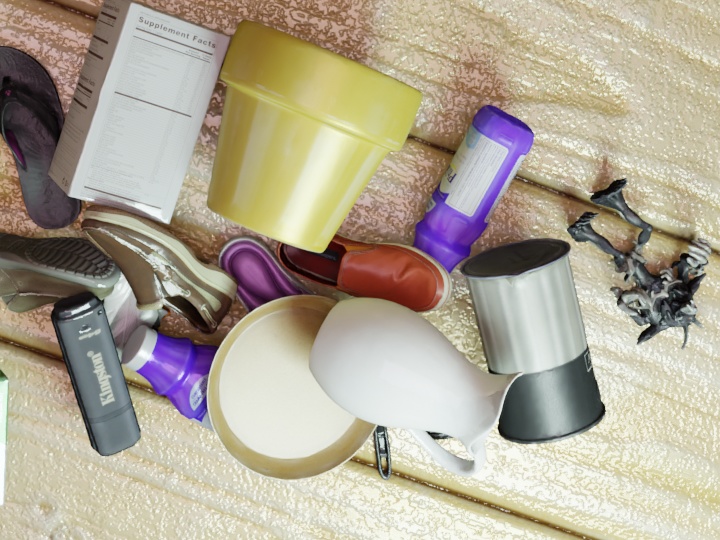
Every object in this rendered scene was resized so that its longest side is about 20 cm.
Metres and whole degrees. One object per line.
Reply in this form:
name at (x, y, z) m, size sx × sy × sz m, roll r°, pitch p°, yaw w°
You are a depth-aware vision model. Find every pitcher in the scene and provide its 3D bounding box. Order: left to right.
pitcher at (0.049, 0.124, 1.402) m, size 0.200 × 0.121 × 0.172 m, roll 25°, pitch 137°, yaw 13°

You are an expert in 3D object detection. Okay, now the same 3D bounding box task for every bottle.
bottle at (-0.160, 0.123, 1.470) m, size 0.200 × 0.065 × 0.084 m, roll 33°, pitch 94°, yaw -26°
bottle at (0.111, -0.075, 1.464) m, size 0.065 × 0.084 × 0.200 m, roll 27°, pitch 105°, yaw -7°

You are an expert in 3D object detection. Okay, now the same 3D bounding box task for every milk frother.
milk frother at (0.135, 0.079, 1.454) m, size 0.199 × 0.181 × 0.189 m, roll -16°, pitch 104°, yaw -8°

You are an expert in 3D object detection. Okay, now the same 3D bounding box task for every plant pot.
plant pot at (-0.068, 0.122, 1.453) m, size 0.199 × 0.027 × 0.201 m, roll -4°, pitch 101°, yaw -19°
plant pot at (-0.061, -0.128, 1.383) m, size 0.200 × 0.201 × 0.189 m, roll 20°, pitch 95°, yaw -8°

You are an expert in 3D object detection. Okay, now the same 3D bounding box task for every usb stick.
usb stick at (-0.272, 0.110, 1.424) m, size 0.055 × 0.033 × 0.200 m, roll -18°, pitch 126°, yaw -12°

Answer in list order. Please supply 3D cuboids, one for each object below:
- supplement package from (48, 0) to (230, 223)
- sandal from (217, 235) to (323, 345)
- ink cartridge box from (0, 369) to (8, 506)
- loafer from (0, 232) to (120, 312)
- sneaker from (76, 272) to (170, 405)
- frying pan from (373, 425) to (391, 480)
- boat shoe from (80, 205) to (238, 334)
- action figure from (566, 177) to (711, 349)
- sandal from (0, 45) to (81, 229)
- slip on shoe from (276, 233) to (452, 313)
supplement package at (-0.226, -0.166, 1.398) m, size 0.114 × 0.110 × 0.200 m, roll 16°, pitch 98°, yaw -27°
sandal at (-0.080, 0.048, 1.484) m, size 0.203 × 0.050 × 0.082 m, roll 42°, pitch 97°, yaw -1°
ink cartridge box at (-0.478, 0.173, 1.437) m, size 0.200 × 0.087 × 0.146 m, roll -1°, pitch 102°, yaw -27°
loafer at (-0.338, 0.006, 1.439) m, size 0.200 × 0.075 × 0.070 m, roll 10°, pitch 119°, yaw 22°
sneaker at (-0.253, 0.065, 1.473) m, size 0.079 × 0.074 × 0.201 m, roll 21°, pitch 98°, yaw -13°
frying pan at (0.003, 0.135, 1.532) m, size 0.115 × 0.031 × 0.191 m, roll 15°, pitch 97°, yaw -5°
boat shoe at (-0.206, 0.006, 1.401) m, size 0.202 × 0.075 × 0.075 m, roll 33°, pitch 67°, yaw -38°
action figure at (0.316, 0.004, 1.496) m, size 0.119 × 0.102 × 0.200 m, roll -44°, pitch 100°, yaw -8°
sandal at (-0.342, -0.140, 1.438) m, size 0.075 × 0.048 × 0.201 m, roll -19°, pitch 102°, yaw -1°
slip on shoe at (0.000, 0.000, 1.449) m, size 0.200 × 0.061 × 0.074 m, roll 19°, pitch 108°, yaw 18°
